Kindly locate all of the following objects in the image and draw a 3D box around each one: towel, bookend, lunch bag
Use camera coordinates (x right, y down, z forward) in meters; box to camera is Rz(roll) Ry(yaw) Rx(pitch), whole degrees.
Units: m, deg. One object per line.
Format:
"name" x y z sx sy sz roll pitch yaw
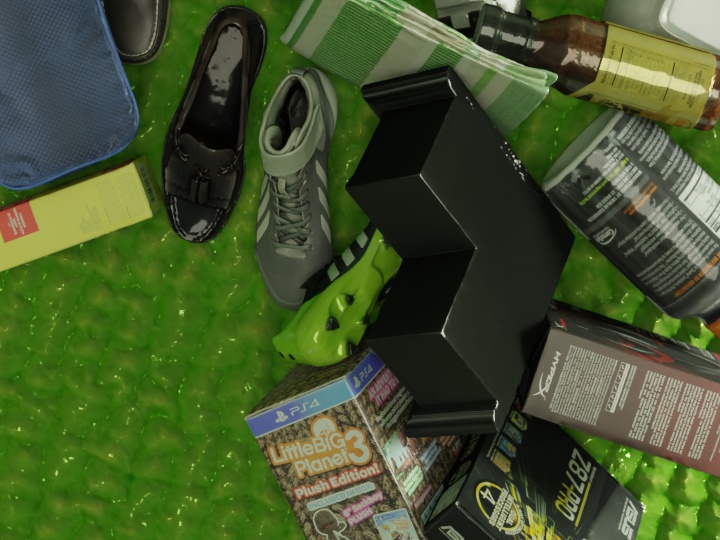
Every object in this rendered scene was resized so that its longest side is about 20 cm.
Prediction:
"towel" 0.041 -0.164 1.416 0.199 0.153 0.024 24 71 -8
"bookend" 0.054 -0.011 1.392 0.092 0.201 0.199 -8 135 40
"lunch bag" -0.271 -0.170 1.446 0.135 0.132 0.201 -20 101 -15

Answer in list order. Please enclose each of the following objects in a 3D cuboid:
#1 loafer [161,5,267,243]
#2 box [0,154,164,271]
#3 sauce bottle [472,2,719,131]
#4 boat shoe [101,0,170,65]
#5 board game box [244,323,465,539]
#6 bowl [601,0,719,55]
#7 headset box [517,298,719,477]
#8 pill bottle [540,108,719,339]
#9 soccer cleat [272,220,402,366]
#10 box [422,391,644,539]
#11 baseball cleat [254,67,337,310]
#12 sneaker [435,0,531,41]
"loafer" -0.124 -0.118 1.485 0.071 0.063 0.201 14 99 0
"box" -0.266 -0.038 1.499 0.199 0.075 0.050 -18 98 6
"sauce bottle" 0.185 -0.161 1.404 0.199 0.066 0.066 16 100 -2
"boat shoe" -0.192 -0.265 1.463 0.071 0.065 0.202 0 100 0
"board game box" 0.015 0.162 1.468 0.096 0.159 0.201 -23 98 23
"bowl" 0.312 -0.227 1.448 0.199 0.075 0.201 27 98 -1
"headset box" 0.230 0.096 1.464 0.199 0.149 0.076 19 100 0
"pill bottle" 0.249 -0.034 1.464 0.200 0.106 0.106 44 98 -5
"soccer cleat" 0.000 0.000 1.469 0.200 0.081 0.068 -50 120 -33
"box" 0.144 0.200 1.459 0.161 0.200 0.049 45 119 -5
"baseball cleat" -0.061 -0.064 1.470 0.069 0.106 0.202 3 95 14
"sneaker" 0.085 -0.259 1.444 0.066 0.090 0.201 -3 116 43
